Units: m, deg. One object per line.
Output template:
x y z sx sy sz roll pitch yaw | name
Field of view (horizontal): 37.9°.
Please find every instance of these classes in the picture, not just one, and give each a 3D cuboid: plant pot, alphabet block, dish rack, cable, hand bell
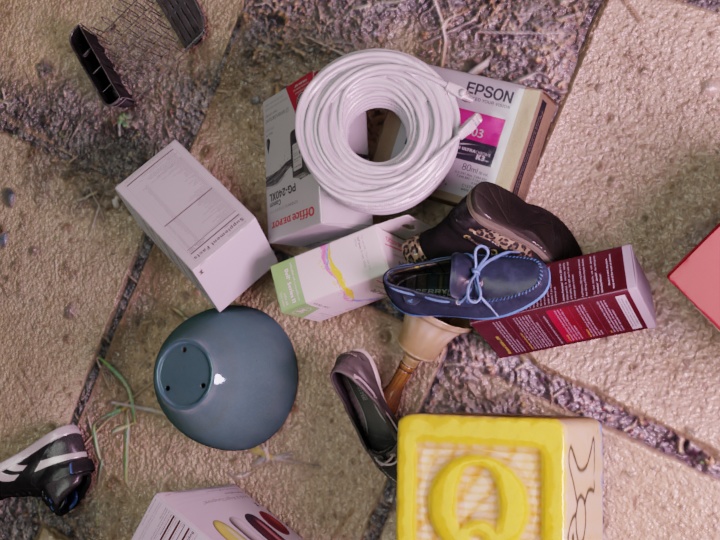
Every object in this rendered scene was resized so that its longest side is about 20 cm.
-0.201 0.142 1.411 0.198 0.134 0.203 -3 82 23 | plant pot
0.163 0.261 1.195 0.194 0.200 0.198 -3 81 24 | alphabet block
-0.331 -0.355 1.579 0.199 0.054 0.154 -38 71 15 | dish rack
0.022 -0.169 1.271 0.199 0.069 0.201 37 84 7 | cable
0.057 0.129 1.337 0.104 0.104 0.202 34 109 24 | hand bell

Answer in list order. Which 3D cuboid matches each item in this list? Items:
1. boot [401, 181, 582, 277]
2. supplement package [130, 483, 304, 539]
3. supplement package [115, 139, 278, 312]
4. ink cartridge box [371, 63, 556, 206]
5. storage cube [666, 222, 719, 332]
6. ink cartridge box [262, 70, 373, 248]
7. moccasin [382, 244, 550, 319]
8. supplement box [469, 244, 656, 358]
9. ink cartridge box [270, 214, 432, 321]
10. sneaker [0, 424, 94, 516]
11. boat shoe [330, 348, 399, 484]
0.162 -0.020 1.271 0.150 0.199 0.074 -31 45 41 | boot
-0.171 0.393 1.333 0.199 0.191 0.148 32 97 23 | supplement package
-0.223 -0.061 1.428 0.113 0.110 0.200 -40 58 -11 | supplement package
0.128 -0.165 1.337 0.198 0.075 0.167 17 92 26 | ink cartridge box
0.458 0.011 1.112 0.180 0.171 0.200 -47 68 13 | storage cube
-0.059 -0.141 1.381 0.145 0.083 0.203 -16 74 55 | ink cartridge box
0.117 0.018 1.204 0.198 0.068 0.081 -12 57 24 | moccasin
0.237 0.040 1.236 0.198 0.109 0.062 -14 57 22 | supplement box
0.000 0.000 1.348 0.198 0.117 0.068 -21 74 21 | ink cartridge box
-0.481 0.324 1.547 0.199 0.073 0.113 -35 69 15 | sneaker
0.017 0.196 1.314 0.066 0.057 0.202 -22 98 33 | boat shoe
